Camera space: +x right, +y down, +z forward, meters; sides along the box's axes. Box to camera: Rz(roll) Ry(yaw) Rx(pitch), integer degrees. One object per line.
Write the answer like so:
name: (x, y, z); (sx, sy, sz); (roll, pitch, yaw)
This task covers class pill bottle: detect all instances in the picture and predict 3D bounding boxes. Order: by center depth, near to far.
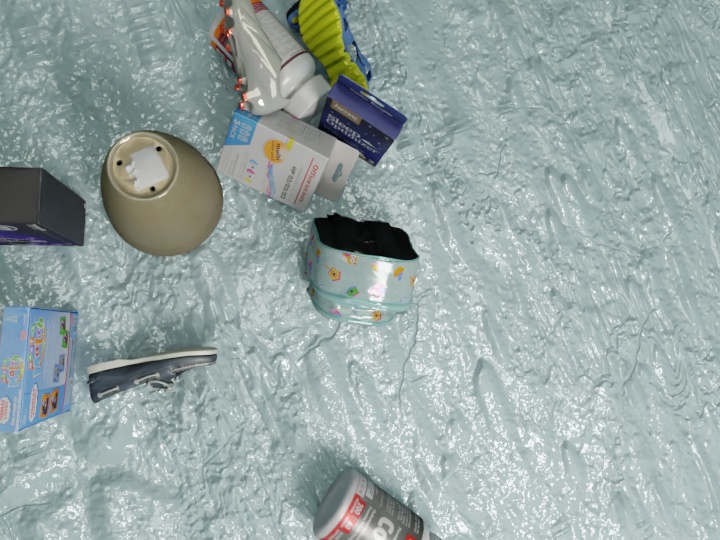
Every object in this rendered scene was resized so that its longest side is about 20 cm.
pill bottle: (0.035, 0.412, 0.926); (0.199, 0.114, 0.114); (36, 79, -5)
pill bottle: (-0.143, -0.336, 0.969); (0.110, 0.110, 0.200); (-44, 93, -11)

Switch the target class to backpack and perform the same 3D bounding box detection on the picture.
backpack: (0.000, 0.000, 0.917); (0.173, 0.200, 0.155); (10, 99, -11)

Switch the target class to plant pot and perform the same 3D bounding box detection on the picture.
plant pot: (-0.299, -0.127, 0.874); (0.185, 0.200, 0.190); (1, 84, -11)

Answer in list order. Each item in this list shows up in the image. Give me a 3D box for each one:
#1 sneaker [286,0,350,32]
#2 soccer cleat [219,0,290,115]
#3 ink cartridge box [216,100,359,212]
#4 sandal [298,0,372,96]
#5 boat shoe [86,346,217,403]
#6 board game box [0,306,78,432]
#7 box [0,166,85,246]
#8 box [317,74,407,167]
sneaker: (-0.058, -0.489, 1.029); (0.082, 0.071, 0.200); (37, 81, 18)
soccer cleat: (-0.159, -0.331, 0.888); (0.077, 0.069, 0.203); (-13, 91, -23)
ink cartridge box: (-0.115, -0.175, 0.950); (0.198, 0.116, 0.068); (24, 40, -7)
sandal: (-0.037, -0.371, 0.992); (0.079, 0.087, 0.202); (-12, 112, 28)
boat shoe: (-0.314, 0.157, 0.907); (0.197, 0.075, 0.063); (-9, 85, -10)
board game box: (-0.440, 0.129, 0.822); (0.036, 0.200, 0.154); (3, 84, -10)
box: (-0.485, -0.085, 0.834); (0.139, 0.200, 0.080); (-2, 84, -10)
box: (-0.003, -0.229, 0.938); (0.120, 0.200, 0.033); (32, 80, -5)
